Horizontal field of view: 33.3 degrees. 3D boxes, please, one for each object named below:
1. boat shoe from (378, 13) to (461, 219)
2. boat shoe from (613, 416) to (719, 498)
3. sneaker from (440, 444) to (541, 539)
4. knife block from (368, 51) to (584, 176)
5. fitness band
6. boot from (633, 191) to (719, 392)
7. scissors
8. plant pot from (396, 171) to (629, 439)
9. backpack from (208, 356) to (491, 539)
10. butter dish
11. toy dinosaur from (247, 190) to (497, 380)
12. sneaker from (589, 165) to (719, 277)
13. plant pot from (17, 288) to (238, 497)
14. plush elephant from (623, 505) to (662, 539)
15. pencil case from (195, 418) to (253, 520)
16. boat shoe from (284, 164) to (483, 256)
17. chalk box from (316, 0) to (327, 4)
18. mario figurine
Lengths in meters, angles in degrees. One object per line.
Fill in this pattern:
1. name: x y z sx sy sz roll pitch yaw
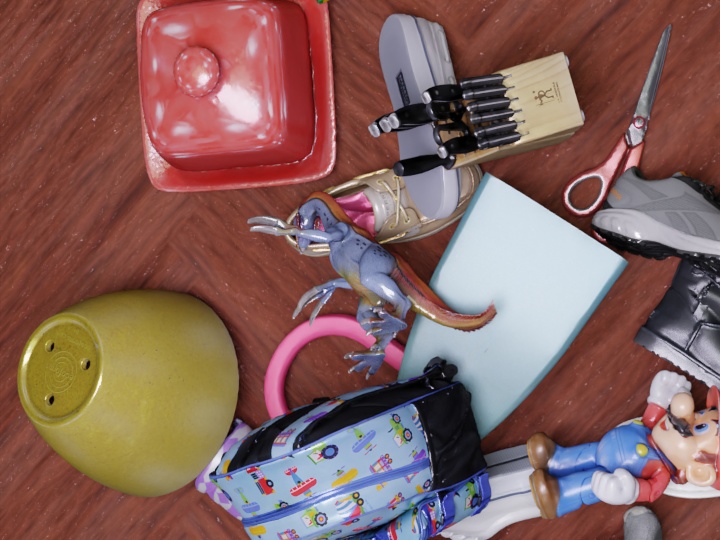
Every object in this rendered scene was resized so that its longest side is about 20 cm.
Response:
1. boat shoe: 0.071 -0.143 1.096 0.065 0.073 0.203 -2 73 -27
2. boat shoe: 0.321 0.173 1.082 0.197 0.062 0.074 1 71 17
3. sneaker: 0.091 0.221 1.116 0.197 0.073 0.072 -12 107 1
4. knife block: 0.097 -0.126 1.037 0.173 0.200 0.065 -16 90 4
5. fitness band: 0.001 0.132 1.166 0.199 0.037 0.144 36 97 7
6. boot: 0.363 0.018 1.073 0.164 0.066 0.201 31 94 7
7. scissors: 0.258 -0.122 1.110 0.073 0.014 0.201 32 98 10
8. plant pot: 0.124 0.038 1.076 0.140 0.141 0.201 33 97 8
9. backpack: -0.013 0.168 0.971 0.181 0.199 0.136 -21 85 36
10. butter dish: -0.132 -0.177 1.119 0.197 0.148 0.203 -3 93 11
11. toy dinosaur: 0.000 0.000 1.048 0.197 0.183 0.106 -1 137 -8
12. sneaker: 0.292 -0.042 1.033 0.199 0.074 0.080 21 85 40
13. plant pot: -0.234 0.103 1.123 0.198 0.142 0.203 -8 72 28
14. plush elephant: 0.175 0.322 1.082 0.153 0.200 0.167 4 119 38
15. pencil case: -0.071 0.235 1.163 0.199 0.084 0.086 38 135 10
16. boat shoe: 0.020 -0.057 1.133 0.198 0.069 0.075 -20 89 12
17. chalk box: -0.016 -0.368 1.083 0.123 0.124 0.202 -23 88 -7
18. mario figurine: 0.238 0.141 1.029 0.198 0.106 0.125 -16 62 13
